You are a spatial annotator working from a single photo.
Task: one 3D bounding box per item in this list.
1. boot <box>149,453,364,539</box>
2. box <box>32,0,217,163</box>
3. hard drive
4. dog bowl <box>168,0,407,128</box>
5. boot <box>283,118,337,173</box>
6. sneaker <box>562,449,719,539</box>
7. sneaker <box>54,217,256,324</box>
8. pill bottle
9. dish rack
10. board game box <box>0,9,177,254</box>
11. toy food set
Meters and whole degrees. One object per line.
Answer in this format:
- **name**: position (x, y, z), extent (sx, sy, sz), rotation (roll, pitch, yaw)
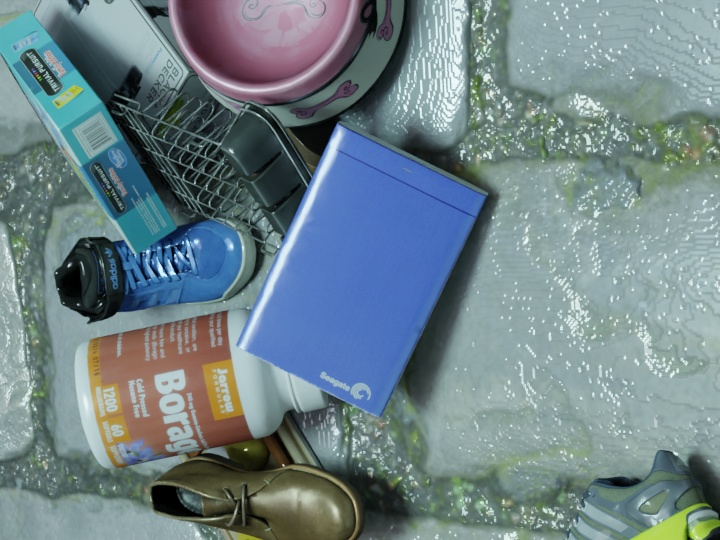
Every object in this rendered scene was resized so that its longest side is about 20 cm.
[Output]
- **boot**: position (-0.090, 0.199, 1.662), extent (0.199, 0.075, 0.074), rotation (5, 99, 34)
- **box**: position (-0.207, -0.206, 1.802), extent (0.200, 0.060, 0.117), rotation (54, 127, 24)
- **hard drive**: position (0.000, 0.000, 1.590), extent (0.131, 0.025, 0.201), rotation (26, 103, 3)
- **dog bowl**: position (-0.067, -0.219, 1.607), extent (0.199, 0.074, 0.201), rotation (-1, 86, 18)
- **boot**: position (-0.092, -0.147, 1.700), extent (0.200, 0.073, 0.076), rotation (55, 138, 20)
- **sneaker**: position (0.184, 0.200, 1.489), extent (0.200, 0.074, 0.081), rotation (-32, 64, 34)
- **sneaker**: position (-0.191, 0.000, 1.777), extent (0.199, 0.111, 0.077), rotation (-10, 88, 43)
- **pill bottle**: position (-0.132, 0.094, 1.679), extent (0.199, 0.112, 0.113), rotation (-12, 86, 3)
- **dish rack**: position (-0.118, -0.088, 1.655), extent (0.200, 0.055, 0.154), rotation (23, 153, 44)
- **board game box**: position (-0.247, -0.123, 1.761), extent (0.200, 0.047, 0.151), rotation (48, 168, 50)
- **toy food set**: position (-0.113, 0.182, 1.762), extent (0.144, 0.060, 0.201), rotation (-48, 63, 35)
